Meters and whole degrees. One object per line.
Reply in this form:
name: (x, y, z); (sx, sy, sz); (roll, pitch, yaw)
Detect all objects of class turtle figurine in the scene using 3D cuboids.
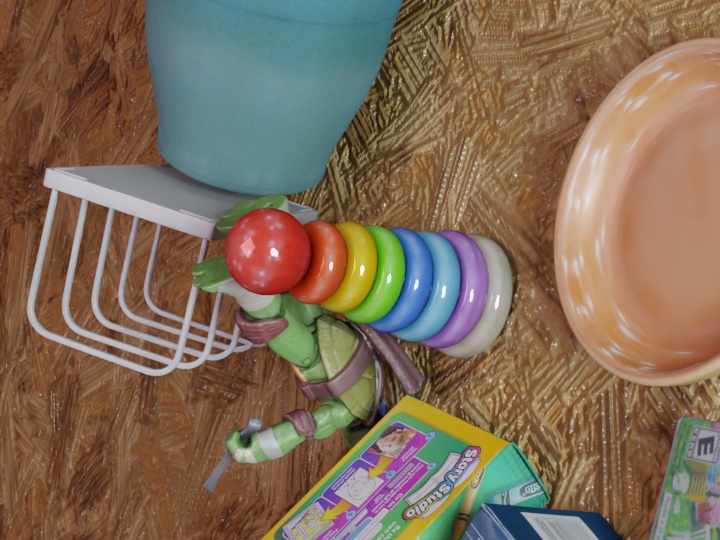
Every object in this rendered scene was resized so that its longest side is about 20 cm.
turtle figurine: (-0.069, 0.057, 1.095); (0.144, 0.194, 0.200); (-41, 33, -26)

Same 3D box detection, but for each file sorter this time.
file sorter: (-0.143, -0.003, 1.191); (0.138, 0.200, 0.125); (17, 100, 17)

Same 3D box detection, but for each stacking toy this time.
stacking toy: (0.000, 0.000, 1.011); (0.085, 0.199, 0.086); (-24, 59, 50)

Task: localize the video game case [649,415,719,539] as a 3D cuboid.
video game case: (0.199, 0.181, 0.777); (0.182, 0.022, 0.201); (5, 78, 62)

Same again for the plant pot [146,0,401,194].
plant pot: (-0.074, -0.167, 1.186); (0.200, 0.199, 0.189); (48, 132, 51)

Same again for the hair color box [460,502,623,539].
hair color box: (0.076, 0.235, 0.913); (0.061, 0.100, 0.201); (50, 120, 46)

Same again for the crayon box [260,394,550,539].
crayon box: (0.008, 0.176, 0.976); (0.200, 0.058, 0.119); (-43, 30, -17)

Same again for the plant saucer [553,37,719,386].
plant saucer: (0.190, -0.031, 0.893); (0.200, 0.037, 0.201); (-25, 58, 50)
